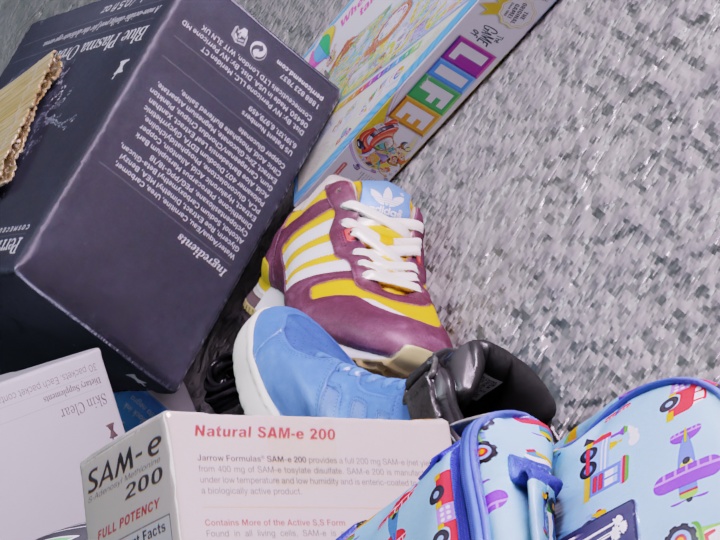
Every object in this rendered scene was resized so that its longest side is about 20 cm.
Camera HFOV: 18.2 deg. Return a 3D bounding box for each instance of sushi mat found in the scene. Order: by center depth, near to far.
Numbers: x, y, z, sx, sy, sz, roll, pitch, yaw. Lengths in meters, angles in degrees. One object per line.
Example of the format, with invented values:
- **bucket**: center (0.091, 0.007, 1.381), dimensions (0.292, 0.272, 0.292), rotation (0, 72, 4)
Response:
- **sushi mat**: center (-0.237, -0.050, 1.256), dimensions (0.199, 0.012, 0.096), rotation (-27, 33, 42)

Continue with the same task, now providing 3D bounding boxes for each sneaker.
- **sneaker**: center (0.023, 0.059, 0.928), dimensions (0.111, 0.076, 0.200), rotation (-54, 42, 23)
- **sneaker**: center (0.000, 0.000, 1.090), dimensions (0.091, 0.075, 0.200), rotation (-66, 24, 1)

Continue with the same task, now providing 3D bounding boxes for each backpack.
- **backpack**: center (0.084, 0.120, 0.703), dimensions (0.200, 0.134, 0.183), rotation (-41, 31, 35)

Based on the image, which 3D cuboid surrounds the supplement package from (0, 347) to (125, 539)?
- **supplement package**: center (-0.221, 0.125, 1.063), dimensions (0.155, 0.112, 0.200), rotation (-16, 3, 33)

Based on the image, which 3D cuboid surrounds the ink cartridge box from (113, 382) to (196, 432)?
- **ink cartridge box**: center (-0.185, 0.130, 1.288), dimensions (0.200, 0.067, 0.116), rotation (-46, 24, 4)

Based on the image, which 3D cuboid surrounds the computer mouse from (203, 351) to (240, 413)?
- **computer mouse**: center (-0.087, 0.126, 1.168), dimensions (0.109, 0.044, 0.201), rotation (1, 64, 64)

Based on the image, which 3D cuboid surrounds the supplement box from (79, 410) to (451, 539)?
- **supplement box**: center (-0.023, 0.156, 0.808), dimensions (0.073, 0.125, 0.201), rotation (-32, 60, 50)

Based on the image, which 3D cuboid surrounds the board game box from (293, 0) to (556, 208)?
- **board game box**: center (0.034, -0.132, 1.219), dimensions (0.200, 0.034, 0.135), rotation (-46, 27, 33)

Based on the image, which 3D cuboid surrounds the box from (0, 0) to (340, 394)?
- **box**: center (-0.143, -0.042, 1.244), dimensions (0.196, 0.117, 0.201), rotation (-7, 50, 55)

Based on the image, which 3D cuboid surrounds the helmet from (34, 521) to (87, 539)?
- **helmet**: center (-0.090, 0.195, 0.935), dimensions (0.200, 0.199, 0.192), rotation (-114, 39, -62)
